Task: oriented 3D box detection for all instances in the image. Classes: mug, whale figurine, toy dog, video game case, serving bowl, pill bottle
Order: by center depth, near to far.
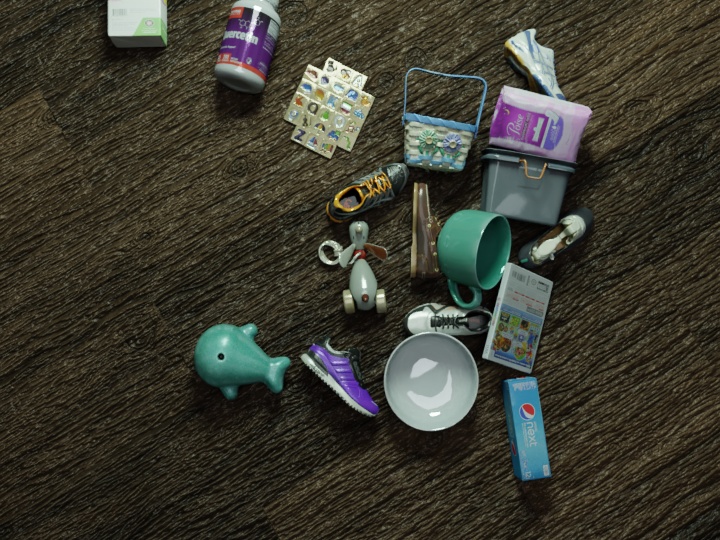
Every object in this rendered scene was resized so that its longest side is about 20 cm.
[{"bbox_3d":[-0.245,0.187,1.497,0.196,0.104,0.162,20,84,-1],"label":"whale figurine"},{"bbox_3d":[0.220,-0.035,1.509,0.113,0.153,0.187,15,61,37],"label":"mug"},{"bbox_3d":[0.144,0.225,1.524,0.195,0.066,0.205,0,93,-1],"label":"serving bowl"},{"bbox_3d":[0.000,0.000,1.529,0.130,0.096,0.203,-26,86,-5],"label":"toy dog"},{"bbox_3d":[0.332,0.102,1.537,0.141,0.018,0.204,20,82,-35],"label":"video game case"},{"bbox_3d":[-0.235,-0.489,1.556,0.110,0.112,0.204,14,84,-1],"label":"pill bottle"}]

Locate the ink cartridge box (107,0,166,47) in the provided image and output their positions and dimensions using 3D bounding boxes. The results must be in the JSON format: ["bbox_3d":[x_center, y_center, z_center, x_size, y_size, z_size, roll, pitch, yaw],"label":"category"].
[{"bbox_3d":[-0.479,-0.592,1.577,0.114,0.067,0.205,-1,86,-2],"label":"ink cartridge box"}]

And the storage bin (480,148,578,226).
[{"bbox_3d":[0.346,-0.172,1.547,0.196,0.146,0.137,9,94,-2],"label":"storage bin"}]

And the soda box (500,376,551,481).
[{"bbox_3d":[0.344,0.327,1.527,0.063,0.068,0.205,-7,85,-4],"label":"soda box"}]

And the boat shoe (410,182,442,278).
[{"bbox_3d":[0.140,-0.085,1.557,0.069,0.070,0.205,0,93,5],"label":"boat shoe"}]

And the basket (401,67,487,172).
[{"bbox_3d":[0.171,-0.314,1.544,0.172,0.139,0.205,6,93,-2],"label":"basket"}]

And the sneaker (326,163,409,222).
[{"bbox_3d":[0.019,-0.167,1.556,0.198,0.077,0.079,-33,85,-6],"label":"sneaker"}]

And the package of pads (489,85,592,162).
[{"bbox_3d":[0.380,-0.310,1.557,0.196,0.076,0.123,15,118,5],"label":"package of pads"}]

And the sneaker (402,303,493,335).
[{"bbox_3d":[0.187,0.103,1.537,0.195,0.080,0.075,-5,87,-1],"label":"sneaker"}]

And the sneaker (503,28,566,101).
[{"bbox_3d":[0.402,-0.439,1.598,0.087,0.075,0.202,-35,88,-5],"label":"sneaker"}]

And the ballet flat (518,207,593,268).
[{"bbox_3d":[0.428,-0.070,1.568,0.198,0.073,0.074,-33,87,-5],"label":"ballet flat"}]

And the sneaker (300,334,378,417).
[{"bbox_3d":[-0.023,0.213,1.522,0.200,0.070,0.100,42,82,1],"label":"sneaker"}]

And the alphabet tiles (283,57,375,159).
[{"bbox_3d":[-0.068,-0.356,1.604,0.164,0.006,0.203,25,84,0],"label":"alphabet tiles"}]
